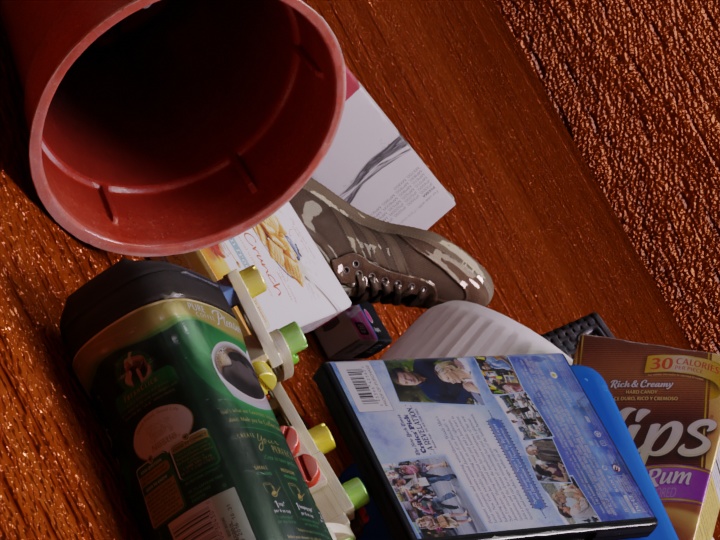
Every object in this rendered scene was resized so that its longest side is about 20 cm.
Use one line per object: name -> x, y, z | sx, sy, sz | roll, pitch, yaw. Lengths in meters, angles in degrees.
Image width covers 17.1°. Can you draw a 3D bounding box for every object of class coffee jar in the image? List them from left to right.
coffee jar -> -0.090, 0.092, 1.304 | 0.104, 0.085, 0.201 | 27, 35, -60

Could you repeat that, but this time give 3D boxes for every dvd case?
dvd case -> 0.080, 0.113, 1.493 | 0.199, 0.018, 0.143 | 0, 49, -37

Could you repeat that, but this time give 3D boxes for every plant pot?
plant pot -> -0.136, -0.147, 1.485 | 0.201, 0.200, 0.196 | 45, 10, -45

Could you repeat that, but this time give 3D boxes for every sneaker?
sneaker -> 0.000, 0.000, 1.773 | 0.199, 0.071, 0.076 | 25, 57, -6

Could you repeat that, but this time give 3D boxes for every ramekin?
ramekin -> 0.099, 0.106, 1.746 | 0.202, 0.094, 0.203 | 33, -15, 10

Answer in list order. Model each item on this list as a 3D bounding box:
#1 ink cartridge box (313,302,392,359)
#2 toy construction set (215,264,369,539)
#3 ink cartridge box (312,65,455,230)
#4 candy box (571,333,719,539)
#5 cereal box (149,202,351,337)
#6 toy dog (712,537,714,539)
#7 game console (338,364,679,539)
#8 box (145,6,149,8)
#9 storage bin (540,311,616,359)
ink cartridge box -> -0.046, -0.023, 1.851 | 0.201, 0.037, 0.095 | 59, 13, 10
toy construction set -> -0.048, 0.108, 1.415 | 0.131, 0.092, 0.201 | 87, -12, -63
ink cartridge box -> -0.029, -0.118, 1.947 | 0.200, 0.083, 0.147 | 49, 0, -37
candy box -> 0.181, 0.147, 1.603 | 0.057, 0.116, 0.201 | 65, 38, -54
cereal box -> -0.085, -0.016, 1.632 | 0.144, 0.039, 0.200 | 58, 19, 3
toy dog -> 0.174, 0.255, 1.668 | 0.140, 0.199, 0.194 | 55, 14, -17
game console -> 0.099, 0.178, 1.564 | 0.170, 0.119, 0.201 | -4, 52, -24
box -> -0.138, -0.185, 1.703 | 0.201, 0.106, 0.152 | 59, 13, 0
storage bin -> 0.202, 0.155, 2.078 | 0.135, 0.093, 0.201 | -122, -168, -50
